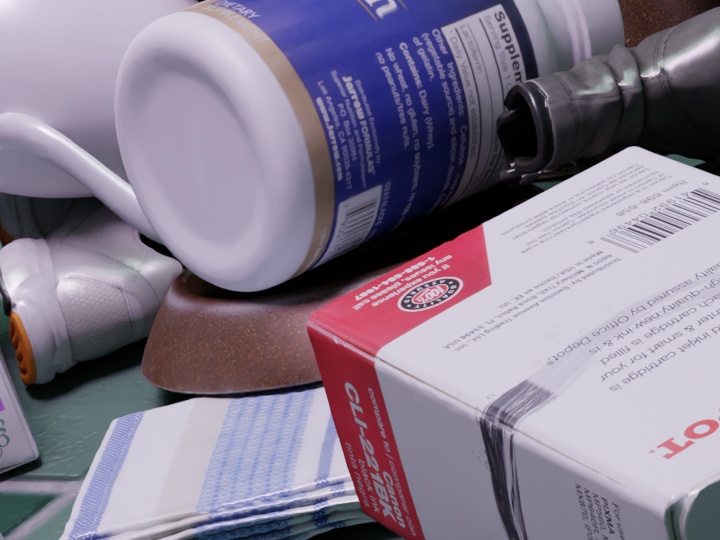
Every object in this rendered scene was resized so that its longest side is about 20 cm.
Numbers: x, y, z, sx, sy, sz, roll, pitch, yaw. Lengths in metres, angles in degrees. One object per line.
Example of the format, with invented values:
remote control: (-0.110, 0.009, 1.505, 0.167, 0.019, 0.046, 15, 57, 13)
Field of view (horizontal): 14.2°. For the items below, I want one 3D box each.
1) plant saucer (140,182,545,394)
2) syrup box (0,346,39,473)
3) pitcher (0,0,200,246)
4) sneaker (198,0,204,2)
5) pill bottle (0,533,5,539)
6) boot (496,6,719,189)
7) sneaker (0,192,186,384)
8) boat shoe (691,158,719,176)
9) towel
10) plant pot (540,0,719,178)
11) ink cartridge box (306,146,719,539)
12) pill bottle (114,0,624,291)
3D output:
plant saucer: (0.000, 0.000, 1.211, 0.200, 0.035, 0.200, -16, 12, 4)
syrup box: (-0.201, 0.032, 1.269, 0.079, 0.082, 0.200, -22, 18, -6)
pitcher: (-0.119, -0.074, 1.273, 0.199, 0.122, 0.172, 15, 30, 2)
sneaker: (-0.073, -0.132, 1.476, 0.073, 0.085, 0.200, -23, 20, -9)
pill bottle: (-0.180, 0.112, 0.984, 0.111, 0.111, 0.200, -27, 20, -22)
boot: (0.114, -0.065, 1.161, 0.130, 0.068, 0.200, -16, -8, 2)
sneaker: (-0.120, -0.010, 1.345, 0.092, 0.076, 0.200, -12, 26, -3)
boat shoe: (0.121, -0.015, 1.096, 0.199, 0.060, 0.072, -12, 18, -4)
towel: (-0.011, 0.067, 1.086, 0.199, 0.024, 0.147, -14, 17, 8)
plant pot: (0.101, -0.172, 1.366, 0.186, 0.200, 0.187, -17, 19, 6)
ink cartridge box: (0.100, 0.045, 0.917, 0.144, 0.084, 0.200, -27, 27, -23)
pill bottle: (0.008, -0.076, 1.190, 0.200, 0.116, 0.116, -25, 19, -36)
